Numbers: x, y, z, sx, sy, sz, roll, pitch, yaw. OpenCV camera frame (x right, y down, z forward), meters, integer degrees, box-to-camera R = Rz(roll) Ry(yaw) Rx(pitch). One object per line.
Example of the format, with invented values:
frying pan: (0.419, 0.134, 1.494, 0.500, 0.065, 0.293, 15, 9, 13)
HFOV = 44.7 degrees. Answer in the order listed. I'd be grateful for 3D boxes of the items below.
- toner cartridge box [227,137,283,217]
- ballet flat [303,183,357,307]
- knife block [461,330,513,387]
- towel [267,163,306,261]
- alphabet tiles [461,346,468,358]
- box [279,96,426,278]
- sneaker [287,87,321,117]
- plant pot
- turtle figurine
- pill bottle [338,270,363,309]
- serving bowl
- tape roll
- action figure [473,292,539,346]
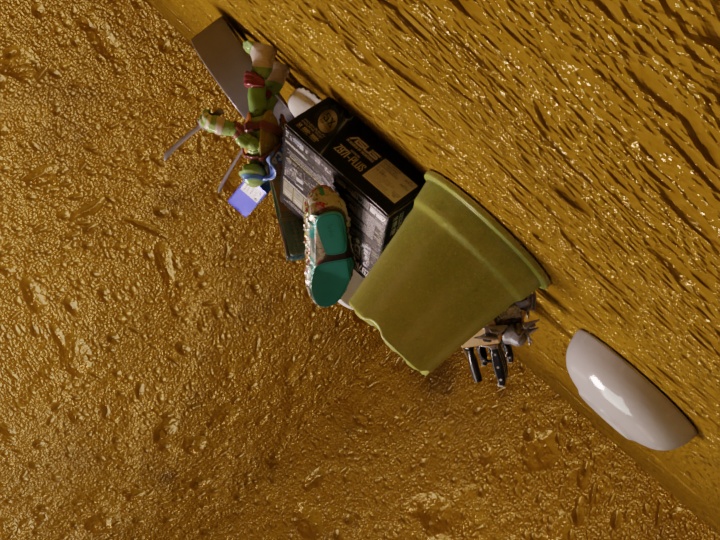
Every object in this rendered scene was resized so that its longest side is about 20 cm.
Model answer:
toner cartridge box: (-0.131, -0.180, 1.435, 0.043, 0.200, 0.095, 42, 145, -9)
ballet flat: (-0.043, -0.036, 1.170, 0.201, 0.075, 0.064, 96, 161, -48)
knife block: (0.181, 0.079, 1.343, 0.200, 0.063, 0.177, 43, -138, -56)
towel: (-0.056, -0.095, 1.305, 0.022, 0.145, 0.201, 98, 161, -46)
alphabet tiles: (0.137, 0.058, 1.445, 0.168, 0.006, 0.200, 65, -176, 19)
box: (-0.012, -0.105, 1.187, 0.200, 0.086, 0.164, 42, 151, 20)
sneaker: (-0.061, -0.206, 1.343, 0.200, 0.081, 0.076, 46, -176, 34)
plant pot: (0.092, 0.016, 1.048, 0.200, 0.184, 0.200, 43, 180, 0)
turtle figurine: (-0.181, -0.222, 1.264, 0.143, 0.196, 0.199, 21, 169, -41)
pill bottle: (0.000, 0.000, 1.375, 0.116, 0.116, 0.200, 43, -178, -7)
serving bowl: (0.342, 0.169, 1.153, 0.200, 0.066, 0.200, 43, 180, 0)
tape roll: (-0.190, -0.313, 1.430, 0.201, 0.066, 0.200, 55, -176, -6)
action figure: (0.171, 0.028, 1.186, 0.129, 0.070, 0.201, 8, -141, -46)
